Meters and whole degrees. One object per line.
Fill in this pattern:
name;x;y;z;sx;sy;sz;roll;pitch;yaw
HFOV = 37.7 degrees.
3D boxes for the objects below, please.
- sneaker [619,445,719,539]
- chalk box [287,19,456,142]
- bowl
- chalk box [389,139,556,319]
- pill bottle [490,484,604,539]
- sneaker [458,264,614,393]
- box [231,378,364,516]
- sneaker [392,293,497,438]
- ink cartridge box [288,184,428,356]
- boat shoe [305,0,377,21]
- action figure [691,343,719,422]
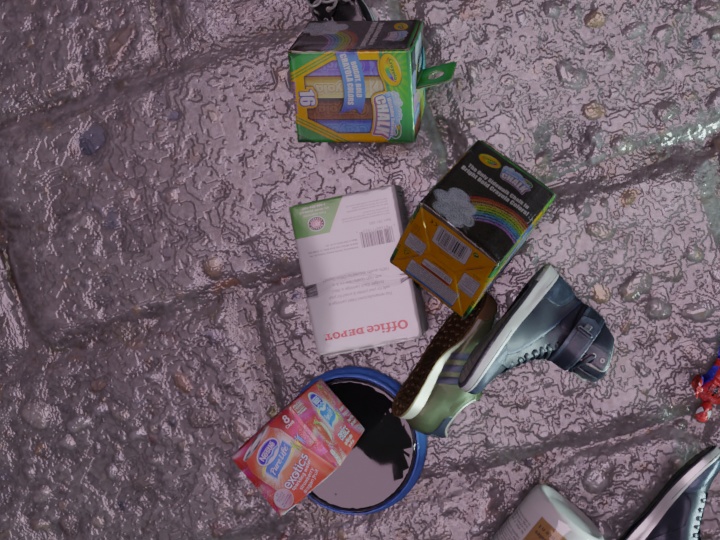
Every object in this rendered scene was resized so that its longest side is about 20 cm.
sneaker;0.428;0.333;1.322;0.146;0.077;0.203;39;108;18
chalk box;0.021;-0.241;1.341;0.198;0.125;0.125;3;120;11
bowl;-0.010;0.233;1.425;0.198;0.039;0.203;0;93;10
chalk box;0.151;-0.065;1.324;0.124;0.200;0.124;38;141;9
pill bottle;0.209;0.385;1.353;0.114;0.114;0.201;39;98;7
sneaker;0.228;0.110;1.322;0.146;0.077;0.202;44;70;0
box;-0.073;0.214;1.314;0.100;0.200;0.096;-41;87;9
sneaker;0.131;0.131;1.389;0.090;0.067;0.201;39;83;-23
ink cartridge box;0.000;0.000;1.392;0.145;0.084;0.202;-10;90;11
boat shoe;-0.039;-0.366;1.394;0.073;0.068;0.201;-28;87;10
action figure;0.465;0.101;1.307;0.065;0.099;0.202;24;98;10
